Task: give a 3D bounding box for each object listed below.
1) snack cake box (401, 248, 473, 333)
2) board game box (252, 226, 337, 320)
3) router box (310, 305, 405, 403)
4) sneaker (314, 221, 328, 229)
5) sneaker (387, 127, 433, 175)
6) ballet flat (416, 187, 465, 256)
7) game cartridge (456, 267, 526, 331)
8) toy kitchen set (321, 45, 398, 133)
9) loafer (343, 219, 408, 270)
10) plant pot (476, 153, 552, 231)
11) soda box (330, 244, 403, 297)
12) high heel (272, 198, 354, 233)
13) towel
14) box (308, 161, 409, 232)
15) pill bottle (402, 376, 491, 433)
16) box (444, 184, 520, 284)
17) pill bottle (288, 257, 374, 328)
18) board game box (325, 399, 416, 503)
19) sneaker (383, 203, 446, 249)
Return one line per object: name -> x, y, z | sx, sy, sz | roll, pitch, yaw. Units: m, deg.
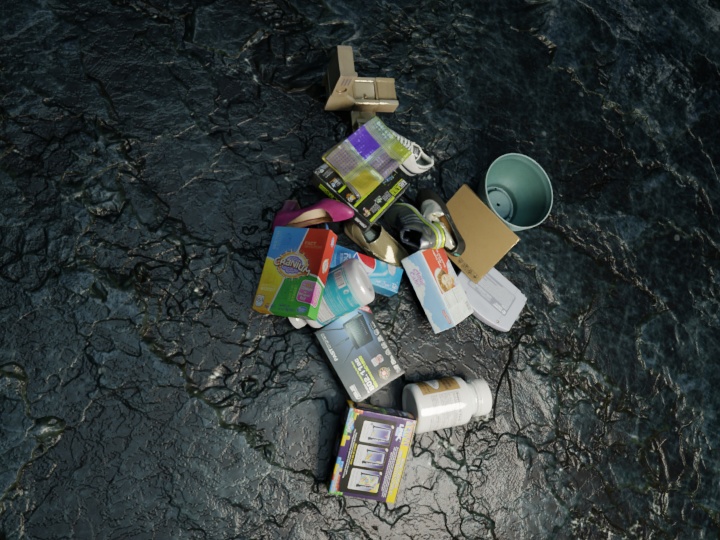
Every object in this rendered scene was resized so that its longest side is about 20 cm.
snack cake box -> 0.194, 0.041, 1.365 | 0.114, 0.067, 0.202 | -21, 85, -50
board game box -> -0.148, 0.003, 1.226 | 0.151, 0.040, 0.203 | 5, 71, 25
router box -> -0.007, 0.198, 1.301 | 0.149, 0.062, 0.202 | -30, 88, -19
sneaker -> -0.140, -0.043, 1.309 | 0.082, 0.071, 0.201 | 34, 70, -4
sneaker -> 0.103, -0.322, 1.412 | 0.198, 0.080, 0.077 | 27, 79, -27
ballet flat -> 0.200, -0.125, 1.377 | 0.201, 0.068, 0.068 | 56, 29, 8
game cartridge -> 0.337, 0.063, 1.447 | 0.199, 0.040, 0.134 | 41, 67, -5
toy kitchen set -> 0.020, -0.442, 1.386 | 0.197, 0.180, 0.166 | -4, 80, -18
loafer -> 0.044, -0.068, 1.370 | 0.199, 0.067, 0.077 | 35, 71, -7
plant pot -> 0.394, -0.193, 1.465 | 0.197, 0.134, 0.204 | 4, 77, -15
soda box -> 0.000, 0.000, 1.343 | 0.197, 0.068, 0.065 | 19, 74, -11
high heel -> -0.114, -0.117, 1.297 | 0.197, 0.068, 0.097 | 3, 57, 26
towel -> 0.017, -0.280, 1.331 | 0.199, 0.023, 0.144 | -40, 86, -21
box -> 0.000, -0.221, 1.364 | 0.193, 0.048, 0.200 | 42, 52, 0
pill bottle -> 0.209, 0.318, 1.311 | 0.197, 0.114, 0.116 | -5, 80, -17
box -> 0.282, -0.093, 1.396 | 0.200, 0.021, 0.164 | 47, 111, 12
pill bottle -> -0.075, 0.061, 1.259 | 0.198, 0.111, 0.112 | -26, 85, 12
board game box -> 0.023, 0.412, 1.238 | 0.163, 0.057, 0.203 | 14, 93, -14
sneaker -> 0.119, -0.110, 1.349 | 0.080, 0.199, 0.075 | -15, 124, -36
